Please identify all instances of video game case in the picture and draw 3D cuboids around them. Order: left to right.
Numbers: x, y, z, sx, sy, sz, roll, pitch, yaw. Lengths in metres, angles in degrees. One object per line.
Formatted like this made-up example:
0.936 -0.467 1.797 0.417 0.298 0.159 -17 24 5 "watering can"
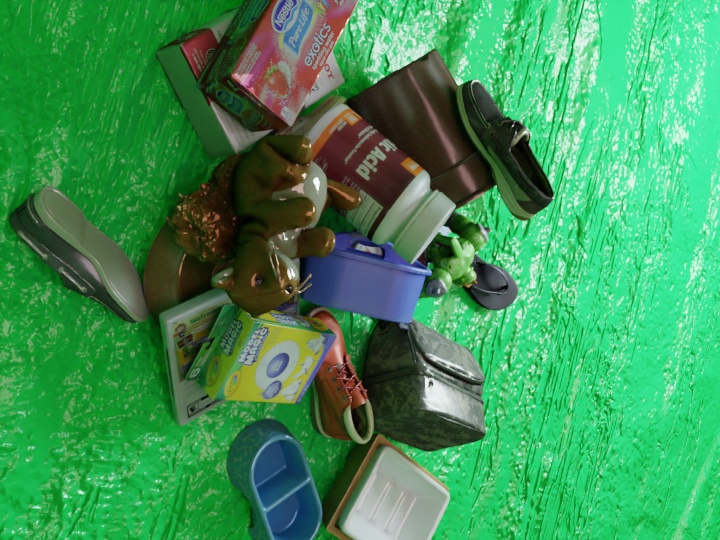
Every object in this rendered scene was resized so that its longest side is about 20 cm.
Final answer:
-0.162 0.089 1.002 0.198 0.022 0.185 -27 137 -33 "video game case"

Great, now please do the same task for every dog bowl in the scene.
-0.115 0.312 1.096 0.110 0.049 0.204 -28 113 -33 "dog bowl"

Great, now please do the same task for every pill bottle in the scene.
0.018 -0.109 0.995 0.199 0.114 0.115 39 68 5 "pill bottle"

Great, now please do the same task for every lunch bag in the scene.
0.097 0.169 1.195 0.198 0.138 0.171 28 51 -38 "lunch bag"

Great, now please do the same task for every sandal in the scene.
0.207 0.013 1.317 0.198 0.042 0.077 30 78 -37 "sandal"

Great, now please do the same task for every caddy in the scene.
0.000 0.000 1.074 0.196 0.141 0.107 13 95 -11 "caddy"

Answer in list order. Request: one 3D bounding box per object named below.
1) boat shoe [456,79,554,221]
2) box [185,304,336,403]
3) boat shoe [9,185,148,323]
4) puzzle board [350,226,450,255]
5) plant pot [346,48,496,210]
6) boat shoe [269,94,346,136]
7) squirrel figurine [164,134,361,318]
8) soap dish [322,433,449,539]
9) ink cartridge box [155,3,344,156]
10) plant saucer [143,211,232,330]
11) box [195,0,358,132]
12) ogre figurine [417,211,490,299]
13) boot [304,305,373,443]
0.196 -0.168 1.021 0.071 0.066 0.204 -22 85 -44 "boat shoe"
-0.127 0.110 1.002 0.198 0.048 0.119 16 107 -52 "box"
-0.323 -0.008 0.898 0.061 0.074 0.201 -23 127 13 "boat shoe"
0.060 -0.044 1.210 0.151 0.017 0.202 47 67 -32 "puzzle board"
0.087 -0.190 1.105 0.199 0.199 0.201 -36 102 -29 "plant pot"
-0.092 -0.177 1.037 0.065 0.072 0.201 38 66 5 "boat shoe"
-0.122 -0.044 0.897 0.142 0.196 0.190 46 57 -58 "squirrel figurine"
0.038 0.364 1.203 0.200 0.081 0.159 43 70 -34 "soap dish"
-0.135 -0.259 0.986 0.199 0.082 0.149 -40 117 -27 "ink cartridge box"
-0.181 0.006 0.992 0.198 0.035 0.205 -16 114 -40 "plant saucer"
-0.093 -0.273 0.902 0.095 0.099 0.203 35 74 -33 "box"
0.117 -0.018 1.173 0.198 0.119 0.100 -29 112 -31 "ogre figurine"
-0.029 0.151 1.109 0.074 0.106 0.204 -20 106 -32 "boot"
